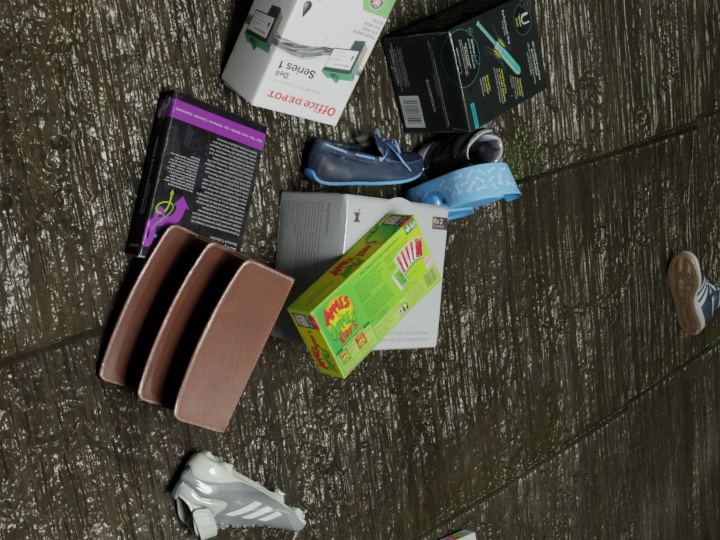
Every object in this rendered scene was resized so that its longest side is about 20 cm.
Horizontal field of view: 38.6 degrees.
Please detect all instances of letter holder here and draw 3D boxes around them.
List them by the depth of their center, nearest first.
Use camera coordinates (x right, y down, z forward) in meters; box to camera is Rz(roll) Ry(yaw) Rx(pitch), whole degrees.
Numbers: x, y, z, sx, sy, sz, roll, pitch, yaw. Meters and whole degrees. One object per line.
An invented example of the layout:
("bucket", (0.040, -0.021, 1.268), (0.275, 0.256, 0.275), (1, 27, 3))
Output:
("letter holder", (-0.193, 0.065, 1.187), (0.142, 0.101, 0.200), (26, 88, -43))

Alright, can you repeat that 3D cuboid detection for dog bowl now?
("dog bowl", (0.139, -0.109, 1.464), (0.111, 0.200, 0.050), (-7, 85, -34))

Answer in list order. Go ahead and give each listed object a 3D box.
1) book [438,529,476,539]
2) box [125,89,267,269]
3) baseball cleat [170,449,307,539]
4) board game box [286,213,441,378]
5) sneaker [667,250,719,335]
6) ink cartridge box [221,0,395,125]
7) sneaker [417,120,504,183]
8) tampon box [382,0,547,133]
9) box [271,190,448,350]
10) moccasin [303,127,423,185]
("book", (0.108, 0.498, 1.612), (0.200, 0.048, 0.134), (-10, 98, -42))
("box", (-0.195, -0.099, 1.238), (0.143, 0.036, 0.200), (17, 82, -44))
("baseball cleat", (-0.160, 0.307, 1.311), (0.200, 0.070, 0.106), (40, 74, -30))
("board game box", (0.009, 0.028, 1.265), (0.200, 0.048, 0.102), (-44, 122, -31))
("sneaker", (0.693, 0.024, 2.112), (0.108, 0.070, 0.200), (-38, 127, -30))
("ink cartridge box", (-0.060, -0.290, 1.258), (0.146, 0.084, 0.200), (6, 118, -44))
("sneaker", (0.174, -0.191, 1.530), (0.200, 0.114, 0.076), (-45, 120, -37))
("tampon box", (0.156, -0.302, 1.498), (0.200, 0.126, 0.150), (-33, 117, -38))
("box", (0.000, 0.000, 1.377), (0.199, 0.131, 0.200), (3, 93, -44))
("moccasin", (0.015, -0.155, 1.406), (0.200, 0.080, 0.068), (-11, 114, -45))
